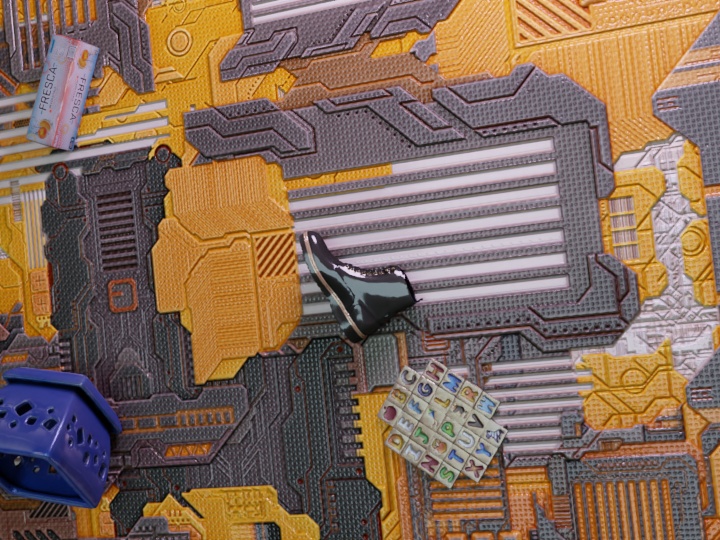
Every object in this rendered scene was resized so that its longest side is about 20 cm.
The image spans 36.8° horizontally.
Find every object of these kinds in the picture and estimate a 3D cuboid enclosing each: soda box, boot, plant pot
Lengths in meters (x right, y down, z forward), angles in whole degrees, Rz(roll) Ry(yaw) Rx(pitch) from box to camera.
[{"bbox_3d":[-0.544,-0.324,1.978,0.064,0.068,0.200,19,95,20],"label":"soda box"},{"bbox_3d":[0.000,0.000,1.777,0.138,0.077,0.200,-30,93,13],"label":"boot"},{"bbox_3d":[-0.544,0.283,1.890,0.200,0.200,0.180,4,53,21],"label":"plant pot"}]

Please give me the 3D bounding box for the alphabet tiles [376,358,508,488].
[{"bbox_3d":[0.130,0.247,1.753,0.200,0.006,0.167,32,100,18],"label":"alphabet tiles"}]
